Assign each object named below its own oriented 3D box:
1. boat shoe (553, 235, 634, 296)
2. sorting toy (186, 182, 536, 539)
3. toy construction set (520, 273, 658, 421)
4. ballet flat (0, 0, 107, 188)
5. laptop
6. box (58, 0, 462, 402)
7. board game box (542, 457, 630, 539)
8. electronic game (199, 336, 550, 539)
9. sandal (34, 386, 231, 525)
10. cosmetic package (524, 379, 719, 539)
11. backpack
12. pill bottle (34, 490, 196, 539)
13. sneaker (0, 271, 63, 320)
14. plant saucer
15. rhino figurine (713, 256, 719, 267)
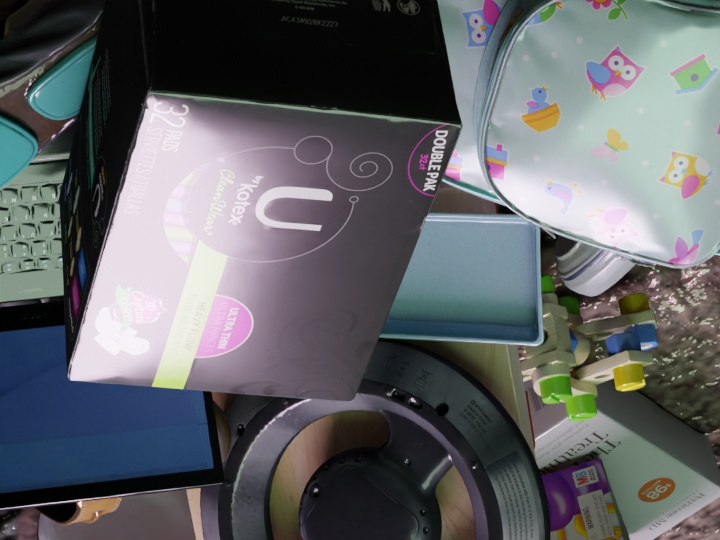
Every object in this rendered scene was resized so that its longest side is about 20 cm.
[{"bbox_3d":[0.147,-0.077,1.446,0.067,0.074,0.200,23,118,-16],"label":"boat shoe"},{"bbox_3d":[-0.004,0.050,1.471,0.198,0.070,0.200,-5,105,20],"label":"sorting toy"},{"bbox_3d":[0.068,0.066,1.564,0.200,0.092,0.131,-35,155,27],"label":"toy construction set"},{"bbox_3d":[-0.173,-0.091,1.328,0.200,0.073,0.073,-34,135,12],"label":"ballet flat"},{"bbox_3d":[-0.167,0.008,1.364,0.177,0.103,0.200,-6,113,-9],"label":"laptop"},{"bbox_3d":[-0.054,-0.049,1.265,0.148,0.124,0.200,5,137,-15],"label":"box"},{"bbox_3d":[0.071,0.208,1.629,0.200,0.103,0.105,-18,140,5],"label":"board game box"},{"bbox_3d":[0.006,0.133,1.432,0.200,0.200,0.042,-37,174,25],"label":"electronic game"},{"bbox_3d":[-0.165,0.104,1.435,0.200,0.055,0.082,-5,134,10],"label":"sandal"},{"bbox_3d":[0.105,0.145,1.686,0.200,0.052,0.151,-37,136,24],"label":"cosmetic package"},{"bbox_3d":[0.114,-0.102,1.318,0.200,0.153,0.176,16,120,5],"label":"backpack"},{"bbox_3d":[-0.154,0.216,1.646,0.114,0.114,0.200,1,137,-16],"label":"pill bottle"},{"bbox_3d":[-0.217,0.062,1.490,0.200,0.075,0.115,-23,126,30],"label":"sneaker"},{"bbox_3d":[0.000,0.000,1.407,0.200,0.019,0.070,2,106,17],"label":"plant saucer"},{"bbox_3d":[0.229,-0.034,1.509,0.087,0.060,0.200,-35,138,-6],"label":"rhino figurine"}]
